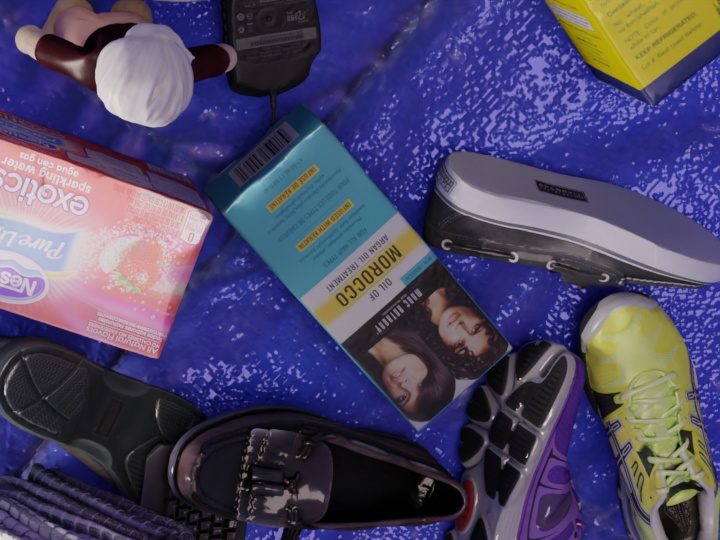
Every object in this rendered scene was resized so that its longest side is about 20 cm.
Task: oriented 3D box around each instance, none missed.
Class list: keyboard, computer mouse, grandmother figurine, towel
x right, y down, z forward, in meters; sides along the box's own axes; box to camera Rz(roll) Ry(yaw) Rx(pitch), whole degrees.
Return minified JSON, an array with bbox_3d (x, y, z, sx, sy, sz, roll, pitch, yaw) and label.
[{"bbox_3d":[-0.086,0.194,1.370,0.127,0.021,0.201,-5,114,-33],"label":"keyboard"},{"bbox_3d":[-0.054,-0.099,1.328,0.058,0.034,0.201,-8,112,-17],"label":"computer mouse"},{"bbox_3d":[-0.127,-0.115,1.214,0.121,0.200,0.061,-8,105,-10],"label":"grandmother figurine"},{"bbox_3d":[-0.162,0.212,1.300,0.085,0.200,0.166,-22,115,-37],"label":"towel"}]

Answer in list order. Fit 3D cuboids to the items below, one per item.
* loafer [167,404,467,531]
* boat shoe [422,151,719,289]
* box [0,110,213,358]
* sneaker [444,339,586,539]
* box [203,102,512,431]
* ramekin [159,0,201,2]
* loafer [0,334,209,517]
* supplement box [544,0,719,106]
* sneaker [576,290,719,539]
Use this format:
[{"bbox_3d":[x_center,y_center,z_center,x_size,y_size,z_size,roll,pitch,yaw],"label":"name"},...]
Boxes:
[{"bbox_3d":[-0.020,0.124,1.335,0.200,0.063,0.072,8,97,-39],"label":"loafer"},{"bbox_3d":[0.133,-0.021,1.373,0.199,0.069,0.057,16,119,-15],"label":"boat shoe"},{"bbox_3d":[-0.197,-0.033,1.271,0.199,0.103,0.095,19,99,-17],"label":"box"},{"bbox_3d":[0.109,0.138,1.409,0.083,0.081,0.201,2,111,-30],"label":"sneaker"},{"bbox_3d":[0.000,0.000,1.337,0.082,0.049,0.200,-42,116,0],"label":"box"},{"bbox_3d":[-0.108,-0.255,1.234,0.199,0.105,0.201,-3,104,-12],"label":"ramekin"},{"bbox_3d":[-0.152,0.090,1.335,0.200,0.063,0.072,38,83,-37],"label":"loafer"},{"bbox_3d":[0.145,-0.214,1.298,0.109,0.110,0.200,-37,109,-2],"label":"supplement box"},{"bbox_3d":[0.194,0.104,1.399,0.075,0.076,0.201,-23,113,-6],"label":"sneaker"}]
